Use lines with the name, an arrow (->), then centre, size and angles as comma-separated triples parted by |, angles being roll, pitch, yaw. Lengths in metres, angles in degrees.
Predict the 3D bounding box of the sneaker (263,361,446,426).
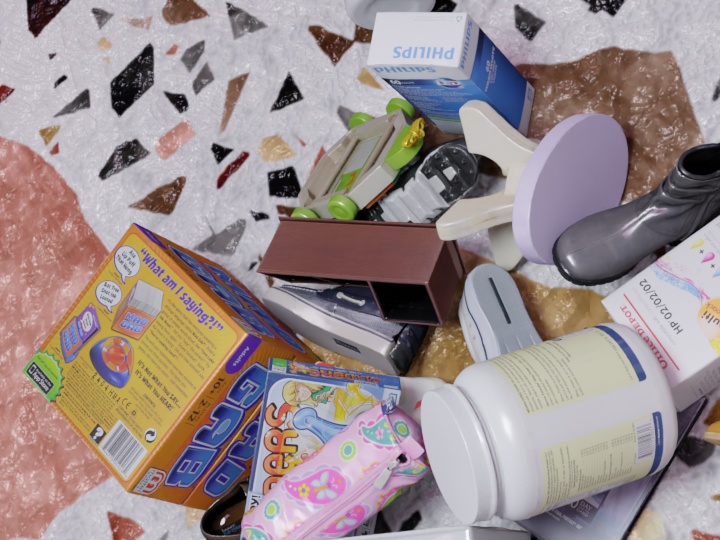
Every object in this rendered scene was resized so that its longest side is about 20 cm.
sneaker -> -0.006, 0.134, 1.439 | 0.198, 0.094, 0.071 | -11, 42, 8

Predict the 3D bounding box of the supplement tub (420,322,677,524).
supplement tub -> 0.168, 0.140, 1.278 | 0.198, 0.145, 0.146 | -15, 64, -16

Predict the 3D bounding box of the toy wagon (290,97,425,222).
toy wagon -> 0.008, -0.114, 1.503 | 0.199, 0.040, 0.156 | -14, 40, 52

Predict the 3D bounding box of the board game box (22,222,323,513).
board game box -> -0.190, 0.109, 1.505 | 0.200, 0.200, 0.200 | 41, 95, 30

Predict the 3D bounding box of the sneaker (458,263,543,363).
sneaker -> 0.152, 0.093, 1.412 | 0.072, 0.071, 0.202 | -9, 65, -13

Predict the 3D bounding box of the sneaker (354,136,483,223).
sneaker -> 0.061, -0.079, 1.513 | 0.200, 0.091, 0.067 | -36, 95, 33

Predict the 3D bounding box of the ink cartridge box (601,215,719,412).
ink cartridge box -> 0.310, 0.048, 1.331 | 0.199, 0.068, 0.116 | -37, 59, 7

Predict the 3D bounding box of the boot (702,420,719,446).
boot -> 0.411, 0.093, 1.276 | 0.199, 0.071, 0.146 | -1, 79, 16

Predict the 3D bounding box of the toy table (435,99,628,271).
toy table -> 0.170, -0.082, 1.404 | 0.116, 0.199, 0.186 | 5, 112, 37

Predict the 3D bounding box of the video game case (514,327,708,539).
video game case -> 0.227, 0.176, 1.378 | 0.142, 0.019, 0.201 | 31, 92, 31

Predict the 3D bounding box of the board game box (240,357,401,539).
board game box -> -0.042, 0.194, 1.416 | 0.134, 0.035, 0.202 | 8, 109, -4

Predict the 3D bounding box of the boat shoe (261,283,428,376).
boat shoe -> -0.008, 0.038, 1.518 | 0.199, 0.075, 0.093 | 23, 69, 31

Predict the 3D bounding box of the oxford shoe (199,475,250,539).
oxford shoe -> -0.082, 0.237, 1.480 | 0.199, 0.084, 0.073 | -35, 58, 11

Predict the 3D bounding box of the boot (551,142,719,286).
boot -> 0.275, -0.063, 1.309 | 0.199, 0.132, 0.070 | -24, 69, -23

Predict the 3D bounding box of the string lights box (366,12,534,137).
string lights box -> 0.096, -0.197, 1.448 | 0.102, 0.200, 0.060 | 6, 78, 27

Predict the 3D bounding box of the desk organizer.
desk organizer -> 0.000, 0.000, 1.449 | 0.198, 0.072, 0.077 | 4, 49, 26

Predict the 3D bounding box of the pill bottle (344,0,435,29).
pill bottle -> 0.023, -0.381, 1.596 | 0.103, 0.104, 0.202 | -16, 68, 22

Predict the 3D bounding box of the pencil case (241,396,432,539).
pencil case -> -0.020, 0.210, 1.358 | 0.200, 0.087, 0.088 | -39, 62, 13

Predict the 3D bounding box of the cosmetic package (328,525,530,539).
cosmetic package -> 0.069, 0.349, 1.316 | 0.165, 0.167, 0.202 | -12, 73, 24
